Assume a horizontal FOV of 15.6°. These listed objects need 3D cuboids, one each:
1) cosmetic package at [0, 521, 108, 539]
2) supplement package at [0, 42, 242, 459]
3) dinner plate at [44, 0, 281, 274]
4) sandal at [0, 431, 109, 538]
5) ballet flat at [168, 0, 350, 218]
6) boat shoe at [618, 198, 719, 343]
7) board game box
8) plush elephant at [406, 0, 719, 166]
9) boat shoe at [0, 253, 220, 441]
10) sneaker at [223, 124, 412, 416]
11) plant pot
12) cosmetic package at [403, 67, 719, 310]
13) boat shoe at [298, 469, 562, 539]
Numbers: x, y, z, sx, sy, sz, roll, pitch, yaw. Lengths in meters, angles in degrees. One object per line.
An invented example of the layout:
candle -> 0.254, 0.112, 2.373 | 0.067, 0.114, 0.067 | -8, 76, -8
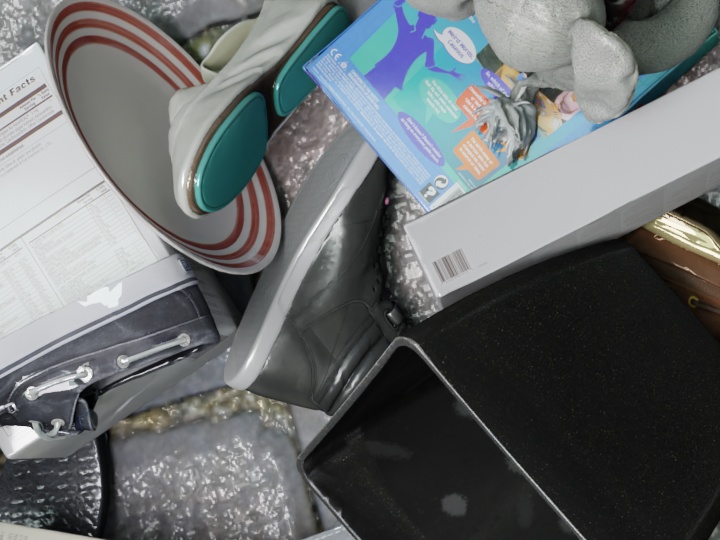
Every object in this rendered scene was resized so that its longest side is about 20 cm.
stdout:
cosmetic package -> -0.140, 0.215, 1.617 | 0.198, 0.104, 0.074 | 9, 69, 15
supplement package -> -0.191, -0.008, 1.618 | 0.150, 0.152, 0.201 | -33, 83, 4
dinner plate -> -0.123, -0.078, 1.577 | 0.024, 0.200, 0.201 | -35, 83, 23
sandal -> -0.195, 0.112, 1.713 | 0.075, 0.043, 0.202 | 5, 88, 12
ballet flat -> -0.076, -0.102, 1.576 | 0.069, 0.200, 0.070 | 19, 137, 19
boat shoe -> 0.229, 0.020, 1.532 | 0.199, 0.072, 0.068 | 31, 110, 21
board game box -> 0.089, -0.128, 1.554 | 0.200, 0.045, 0.152 | -41, 81, 5
plush elephant -> 0.114, -0.160, 1.450 | 0.164, 0.155, 0.201 | 29, 89, 9
boat shoe -> -0.175, 0.065, 1.505 | 0.199, 0.072, 0.068 | -28, 83, -2
sneaker -> 0.000, 0.000, 1.618 | 0.099, 0.071, 0.201 | 28, 82, -18
plant pot -> 0.113, 0.100, 1.496 | 0.200, 0.177, 0.200 | 48, 150, 6
cosmetic package -> 0.124, -0.042, 1.482 | 0.199, 0.083, 0.051 | -26, 76, 0
boat shoe -> 0.028, 0.157, 1.622 | 0.199, 0.070, 0.072 | -10, 81, 17
